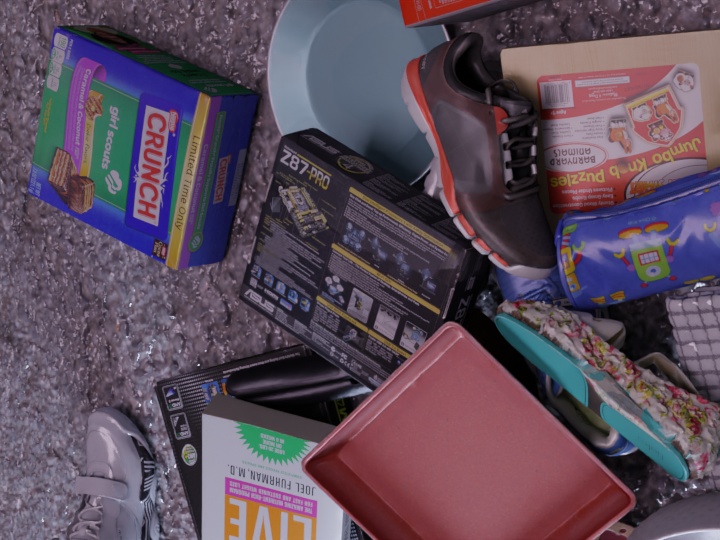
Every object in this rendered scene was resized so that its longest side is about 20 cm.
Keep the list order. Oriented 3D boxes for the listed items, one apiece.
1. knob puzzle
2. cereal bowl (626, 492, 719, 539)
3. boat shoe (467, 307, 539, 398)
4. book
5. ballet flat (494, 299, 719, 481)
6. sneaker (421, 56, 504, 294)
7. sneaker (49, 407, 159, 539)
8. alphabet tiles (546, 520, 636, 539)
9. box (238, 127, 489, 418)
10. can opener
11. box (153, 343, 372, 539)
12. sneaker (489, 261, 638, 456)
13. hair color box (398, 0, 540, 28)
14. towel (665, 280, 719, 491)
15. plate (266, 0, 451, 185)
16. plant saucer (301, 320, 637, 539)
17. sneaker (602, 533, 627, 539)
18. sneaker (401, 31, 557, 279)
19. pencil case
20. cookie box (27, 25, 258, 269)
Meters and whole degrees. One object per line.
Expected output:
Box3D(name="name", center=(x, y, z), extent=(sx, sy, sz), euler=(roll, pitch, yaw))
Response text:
Box3D(name="knob puzzle", center=(0.206, -0.080, 1.262), extent=(0.218, 0.030, 0.221), euler=(6, 107, 19))
Box3D(name="cereal bowl", center=(0.287, 0.240, 1.228), extent=(0.199, 0.083, 0.201), euler=(12, 127, 16))
Box3D(name="boat shoe", center=(0.116, 0.127, 1.353), extent=(0.063, 0.073, 0.201), euler=(-31, 82, 33))
Box3D(name="book", center=(-0.072, 0.212, 1.452), extent=(0.133, 0.048, 0.201), euler=(13, 123, 17))
Box3D(name="ballet flat", center=(0.189, 0.076, 1.208), extent=(0.200, 0.064, 0.076), euler=(40, 161, 23))
Box3D(name="sneaker", center=(0.099, -0.070, 1.321), extent=(0.082, 0.075, 0.201), euler=(14, 108, 34))
Box3D(name="sneaker", center=(-0.260, 0.242, 1.624), extent=(0.075, 0.115, 0.201), euler=(-3, 98, 36))
Box3D(name="alphabet tiles", center=(0.203, 0.303, 1.310), extent=(0.166, 0.006, 0.201), euler=(21, 99, 7))
Box3D(name="box", center=(0.000, 0.000, 1.338), extent=(0.200, 0.049, 0.162), euler=(32, 123, 28))
Box3D(name="can opener", center=(-0.019, 0.088, 1.425), extent=(0.199, 0.063, 0.079), euler=(-18, 46, 14))
Box3D(name="box", center=(-0.085, 0.175, 1.525), extent=(0.199, 0.047, 0.194), euler=(-14, 89, 36))
Box3D(name="sneaker", center=(0.165, 0.055, 1.290), extent=(0.076, 0.077, 0.201), euler=(-35, 83, 20))
Box3D(name="hair color box", center=(0.133, -0.237, 1.246), extent=(0.199, 0.101, 0.062), euler=(-10, 94, 36))
Box3D(name="towel", center=(0.334, 0.077, 1.178), extent=(0.199, 0.085, 0.167), euler=(-8, 102, 42))
Box3D(name="plate", center=(0.004, -0.162, 1.403), extent=(0.199, 0.026, 0.202), euler=(9, 105, 35))
Box3D(name="plant saucer", center=(0.085, 0.159, 1.294), extent=(0.200, 0.037, 0.200), euler=(43, 120, -2))
Box3D(name="sneaker", center=(0.173, 0.297, 1.346), extent=(0.074, 0.080, 0.201), euler=(37, 117, 26))
Box3D(name="sneaker", center=(0.101, -0.090, 1.237), extent=(0.082, 0.077, 0.201), euler=(-37, 77, 38))
Box3D(name="pencil case", center=(0.238, -0.031, 1.203), extent=(0.199, 0.078, 0.087), euler=(-17, 120, 24))
Box3D(name="cookie box", center=(-0.205, -0.118, 1.533), extent=(0.199, 0.075, 0.172), euler=(25, 113, 29))
